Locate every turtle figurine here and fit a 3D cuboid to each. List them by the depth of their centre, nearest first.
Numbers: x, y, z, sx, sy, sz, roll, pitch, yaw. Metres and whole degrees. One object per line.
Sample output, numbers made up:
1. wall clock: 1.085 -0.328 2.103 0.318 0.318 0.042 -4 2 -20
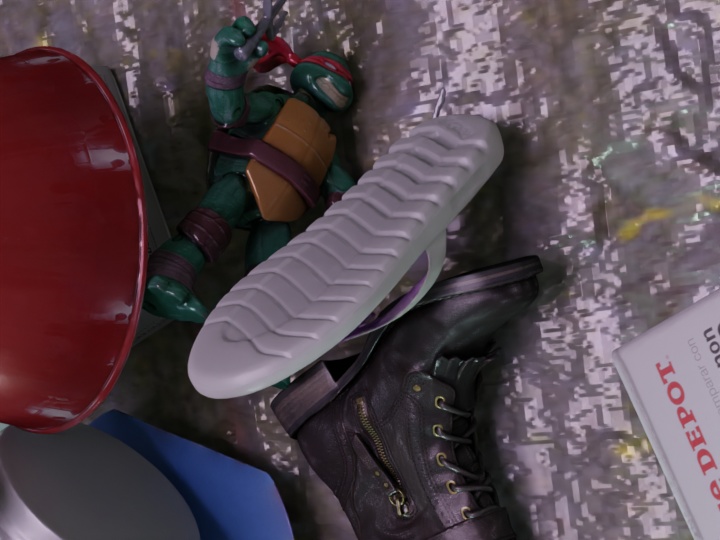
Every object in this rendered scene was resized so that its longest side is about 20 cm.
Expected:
1. turtle figurine: -0.036 -0.050 1.166 0.101 0.150 0.200 -15 46 64

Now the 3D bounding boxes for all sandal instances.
1. sandal: 0.004 0.001 1.092 0.082 0.203 0.050 15 142 51

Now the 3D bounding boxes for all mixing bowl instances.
1. mixing bowl: -0.205 -0.016 1.143 0.200 0.108 0.201 -1 89 51

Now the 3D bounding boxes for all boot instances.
1. boot: 0.053 0.102 1.140 0.200 0.069 0.174 -39 75 39

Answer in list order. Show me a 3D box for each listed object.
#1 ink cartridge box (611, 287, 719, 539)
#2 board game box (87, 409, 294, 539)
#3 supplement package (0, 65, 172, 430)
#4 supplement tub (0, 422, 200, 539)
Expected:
1. ink cartridge box: 0.225 0.053 0.971 0.200 0.085 0.146 -35 71 38
2. board game box: -0.102 0.170 1.285 0.200 0.039 0.158 18 98 35
3. supplement package: -0.219 -0.005 1.319 0.200 0.111 0.156 -32 73 38
4. supplement tub: -0.189 0.192 1.232 0.145 0.145 0.200 47 114 27
